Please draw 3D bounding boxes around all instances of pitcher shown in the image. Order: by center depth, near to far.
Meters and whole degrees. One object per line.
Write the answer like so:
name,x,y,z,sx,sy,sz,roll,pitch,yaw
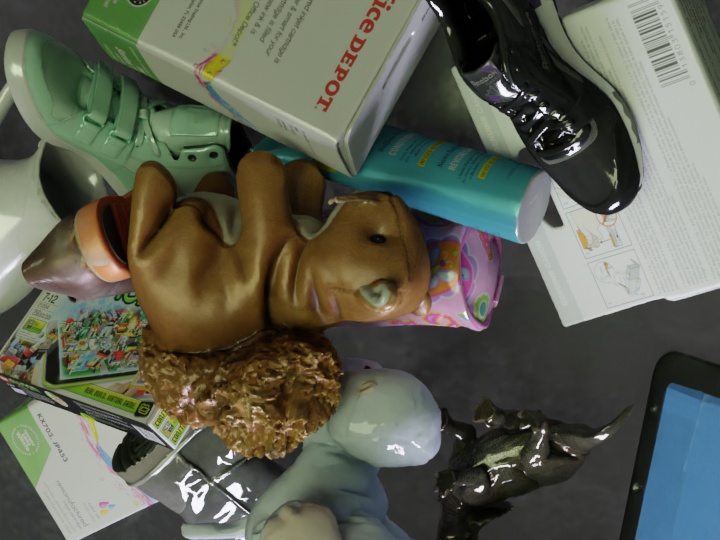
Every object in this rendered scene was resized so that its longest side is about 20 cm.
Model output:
pitcher,-0.282,-0.055,1.389,0.199,0.121,0.173,-21,68,29

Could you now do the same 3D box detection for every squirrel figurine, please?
squirrel figurine,-0.048,0.024,1.194,0.185,0.141,0.202,6,84,15

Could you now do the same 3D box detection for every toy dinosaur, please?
toy dinosaur,0.110,0.130,1.292,0.199,0.102,0.077,-36,52,19

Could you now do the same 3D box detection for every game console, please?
game console,0.234,0.174,1.187,0.115,0.176,0.202,10,101,5

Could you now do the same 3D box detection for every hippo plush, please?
hippo plush,0.005,0.147,1.246,0.158,0.162,0.200,29,167,-19

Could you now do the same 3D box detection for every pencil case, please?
pencil case,0.000,0.000,1.289,0.198,0.087,0.088,-1,108,26

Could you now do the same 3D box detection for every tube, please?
tube,0.029,-0.070,1.238,0.198,0.077,0.051,18,122,24

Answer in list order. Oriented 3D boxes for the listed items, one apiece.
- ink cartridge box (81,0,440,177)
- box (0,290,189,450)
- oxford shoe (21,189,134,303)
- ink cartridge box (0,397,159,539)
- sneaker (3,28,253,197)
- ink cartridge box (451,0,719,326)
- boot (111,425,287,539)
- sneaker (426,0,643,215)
ink cartridge box,-0.058,-0.173,1.211,0.199,0.084,0.146,27,80,14
box,-0.177,0.056,1.337,0.199,0.111,0.035,12,153,45
oxford shoe,-0.170,-0.015,1.260,0.072,0.200,0.072,-23,83,13
ink cartridge box,-0.172,0.117,1.419,0.199,0.067,0.118,-29,96,30
sneaker,-0.153,-0.116,1.278,0.117,0.074,0.200,-13,146,27
ink cartridge box,0.173,-0.076,1.201,0.173,0.043,0.201,-18,101,40
boot,-0.061,0.153,1.345,0.181,0.073,0.200,-37,116,17
sneaker,0.099,-0.114,1.149,0.075,0.087,0.201,-29,93,40
